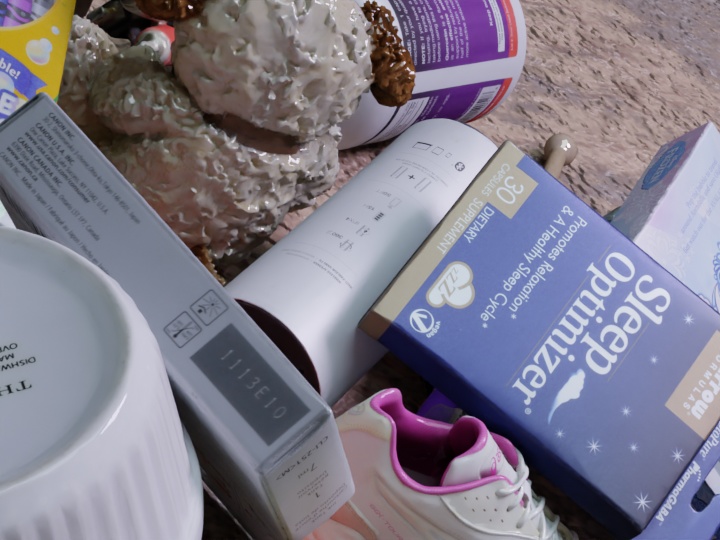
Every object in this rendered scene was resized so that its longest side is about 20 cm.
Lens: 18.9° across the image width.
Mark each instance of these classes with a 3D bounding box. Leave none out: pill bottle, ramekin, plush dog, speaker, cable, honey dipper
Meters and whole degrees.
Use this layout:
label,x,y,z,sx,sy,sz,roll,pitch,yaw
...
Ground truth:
label,x,y,z,sx,sy,sz,roll,pitch,yaw
pill bottle,0.008,-0.135,1.320,0.112,0.113,0.199,45,32,21
ramekin,-0.159,0.066,0.814,0.201,0.095,0.203,0,40,0
plush dog,-0.066,-0.087,1.120,0.199,0.172,0.161,17,33,-26
speaker,0.000,0.000,1.103,0.081,0.081,0.200,38,45,10
cable,-0.099,-0.146,1.277,0.098,0.050,0.200,65,25,5
honey dipper,0.115,-0.045,1.366,0.038,0.038,0.200,32,28,0

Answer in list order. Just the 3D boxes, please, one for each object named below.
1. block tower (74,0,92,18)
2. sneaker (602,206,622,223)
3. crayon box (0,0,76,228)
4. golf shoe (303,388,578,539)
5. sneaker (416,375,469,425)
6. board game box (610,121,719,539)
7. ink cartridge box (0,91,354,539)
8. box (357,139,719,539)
label,x,y,z,sx,sy,sz,roll,pitch,yaw
block tower,-0.238,-0.183,1.220,0.199,0.054,0.058,8,39,-34
sneaker,0.162,0.015,1.279,0.087,0.074,0.200,58,19,8
crayon box,-0.209,-0.110,1.052,0.125,0.051,0.201,25,53,-30
golf shoe,0.062,0.124,1.019,0.199,0.092,0.076,24,30,-16
sneaker,0.056,0.050,1.145,0.099,0.070,0.200,39,23,14
board game box,0.199,0.052,1.179,0.200,0.043,0.200,54,42,-13
ink cartridge box,-0.078,0.038,0.949,0.043,0.174,0.200,-39,67,-11
box,0.112,0.044,1.049,0.200,0.032,0.121,40,64,0
